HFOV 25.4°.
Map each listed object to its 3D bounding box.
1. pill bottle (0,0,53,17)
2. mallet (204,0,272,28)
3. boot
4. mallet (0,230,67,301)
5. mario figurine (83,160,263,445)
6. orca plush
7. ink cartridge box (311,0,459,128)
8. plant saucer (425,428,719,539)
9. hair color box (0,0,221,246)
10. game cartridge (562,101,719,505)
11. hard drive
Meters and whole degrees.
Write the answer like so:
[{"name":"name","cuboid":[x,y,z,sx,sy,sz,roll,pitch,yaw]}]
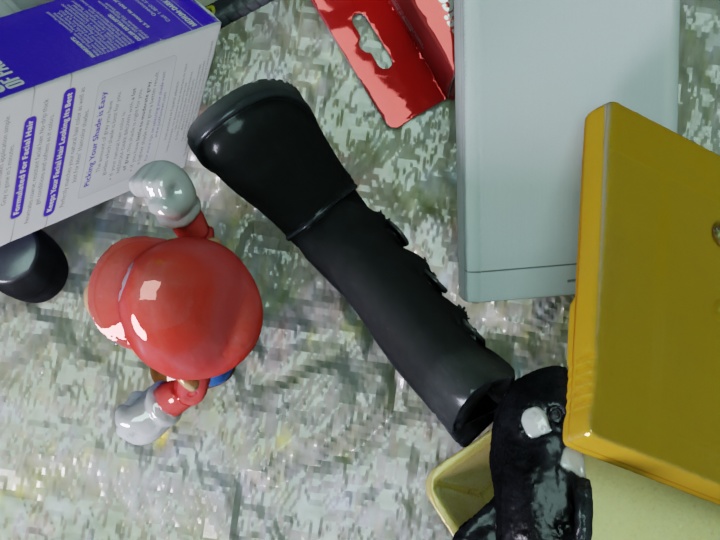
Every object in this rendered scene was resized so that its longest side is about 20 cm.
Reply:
[{"name":"pill bottle","cuboid":[-0.176,-0.223,0.940,0.112,0.112,0.200,40,83,3]},{"name":"mallet","cuboid":[-0.010,-0.176,0.906,0.199,0.041,0.066,-34,57,7]},{"name":"boot","cuboid":[0.000,0.000,0.874,0.066,0.165,0.201,-38,71,10]},{"name":"mallet","cuboid":[-0.252,-0.059,0.934,0.200,0.066,0.041,44,85,4]},{"name":"mario figurine","cuboid":[-0.112,0.019,0.867,0.106,0.200,0.124,-30,84,-5]},{"name":"orca plush","cuboid":[0.079,0.154,0.861,0.070,0.105,0.202,-1,107,-5]},{"name":"ink cartridge box","cuboid":[0.075,-0.186,0.963,0.199,0.067,0.117,-32,84,-4]},{"name":"plant saucer","cuboid":[0.168,0.150,0.934,0.199,0.048,0.201,-33,86,-5]},{"name":"hair color box","cuboid":[-0.175,-0.083,0.872,0.065,0.110,0.200,39,43,21]},{"name":"game cartridge","cuboid":[0.190,0.027,0.888,0.175,0.032,0.201,23,61,-26]},{"name":"hard drive","cuboid":[0.120,-0.086,0.929,0.131,0.027,0.202,-5,103,-12]}]
